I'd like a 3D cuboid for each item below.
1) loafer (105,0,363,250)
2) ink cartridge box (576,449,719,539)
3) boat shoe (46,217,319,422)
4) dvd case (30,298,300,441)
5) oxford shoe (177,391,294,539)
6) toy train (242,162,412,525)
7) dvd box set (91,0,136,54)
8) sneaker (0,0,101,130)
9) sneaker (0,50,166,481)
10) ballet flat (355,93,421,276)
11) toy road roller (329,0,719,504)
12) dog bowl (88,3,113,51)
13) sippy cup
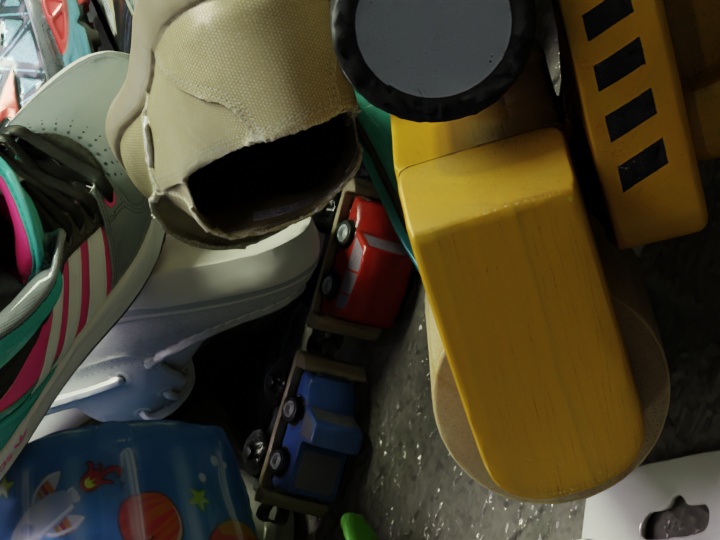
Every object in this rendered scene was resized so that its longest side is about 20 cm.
[{"bbox_3d":[-0.038,-0.041,0.936,0.200,0.075,0.069,92,158,-73],"label":"loafer"},{"bbox_3d":[0.054,0.144,0.834,0.116,0.066,0.201,-21,58,62],"label":"ink cartridge box"},{"bbox_3d":[-0.098,0.027,1.110,0.199,0.069,0.072,-16,18,21],"label":"boat shoe"},{"bbox_3d":[-0.121,0.072,1.189,0.200,0.018,0.142,-43,13,-22],"label":"dvd case"},{"bbox_3d":[-0.082,0.087,1.188,0.200,0.057,0.076,-150,72,-68],"label":"oxford shoe"},{"bbox_3d":[0.000,0.000,1.087,0.046,0.034,0.201,20,95,54],"label":"toy train"},{"bbox_3d":[-0.076,-0.116,1.093,0.200,0.029,0.147,99,148,-69],"label":"dvd box set"},{"bbox_3d":[-0.146,-0.058,1.188,0.079,0.095,0.201,125,130,-73],"label":"sneaker"},{"bbox_3d":[-0.121,-0.020,0.993,0.121,0.083,0.201,97,-163,-59],"label":"sneaker"},{"bbox_3d":[0.025,-0.054,1.008,0.070,0.067,0.200,-39,50,7],"label":"ballet flat"},{"bbox_3d":[0.075,-0.046,0.852,0.123,0.145,0.201,-91,-13,-69],"label":"toy road roller"},{"bbox_3d":[-0.093,-0.163,1.329,0.200,0.078,0.201,-43,40,51],"label":"dog bowl"},{"bbox_3d":[-0.085,0.125,1.041,0.140,0.177,0.131,135,129,-65],"label":"sippy cup"}]
